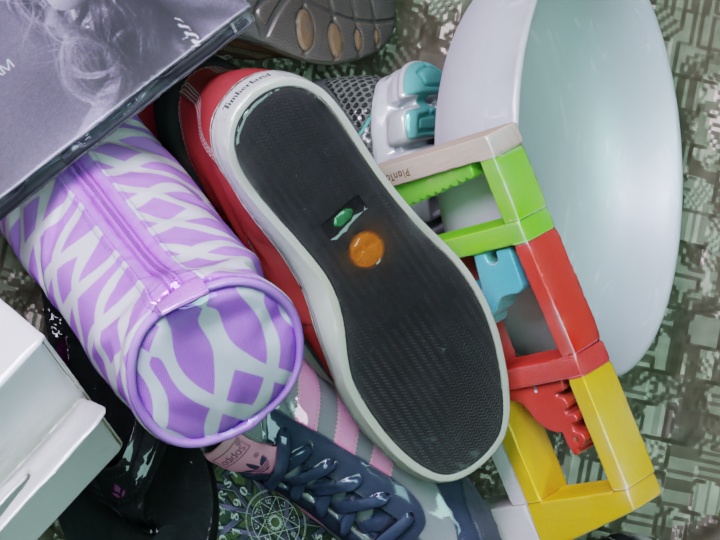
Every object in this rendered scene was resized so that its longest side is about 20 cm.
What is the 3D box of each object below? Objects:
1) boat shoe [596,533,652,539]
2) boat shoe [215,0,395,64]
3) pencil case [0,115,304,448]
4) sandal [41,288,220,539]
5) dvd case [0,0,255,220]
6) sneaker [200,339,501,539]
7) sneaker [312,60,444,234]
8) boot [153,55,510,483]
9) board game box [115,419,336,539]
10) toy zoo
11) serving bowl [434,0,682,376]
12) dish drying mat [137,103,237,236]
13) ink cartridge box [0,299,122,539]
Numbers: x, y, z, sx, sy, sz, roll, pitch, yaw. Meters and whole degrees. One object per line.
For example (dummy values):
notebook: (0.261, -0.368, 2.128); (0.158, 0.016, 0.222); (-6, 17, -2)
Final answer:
boat shoe: (0.086, 0.214, 1.334); (0.060, 0.074, 0.201); (19, 92, -15)
boat shoe: (-0.067, -0.130, 1.298); (0.200, 0.072, 0.076); (5, 84, -44)
pencil case: (-0.095, -0.010, 1.175); (0.084, 0.200, 0.086); (-27, 130, -15)
sandal: (-0.115, 0.054, 1.279); (0.075, 0.048, 0.201); (-18, 72, 16)
dvd case: (-0.157, -0.123, 1.202); (0.149, 0.016, 0.200); (-38, 58, -6)
sneaker: (-0.028, 0.081, 1.235); (0.200, 0.082, 0.070); (42, 121, 4)
sneaker: (0.000, 0.000, 1.331); (0.091, 0.078, 0.201); (5, 102, 25)
boot: (-0.015, -0.005, 1.228); (0.072, 0.144, 0.200); (-35, 109, -12)
board game box: (-0.026, 0.139, 1.307); (0.135, 0.028, 0.201); (-25, 93, 14)
toy zoo: (0.056, 0.044, 1.232); (0.020, 0.131, 0.201); (-27, 97, -38)
serving bowl: (0.083, -0.050, 1.306); (0.066, 0.200, 0.201); (-1, 87, 27)
dish drying mat: (-0.128, -0.062, 1.265); (0.199, 0.018, 0.077); (10, 99, -20)
ink cartridge box: (-0.207, 0.056, 1.206); (0.200, 0.125, 0.129); (38, 79, 24)
